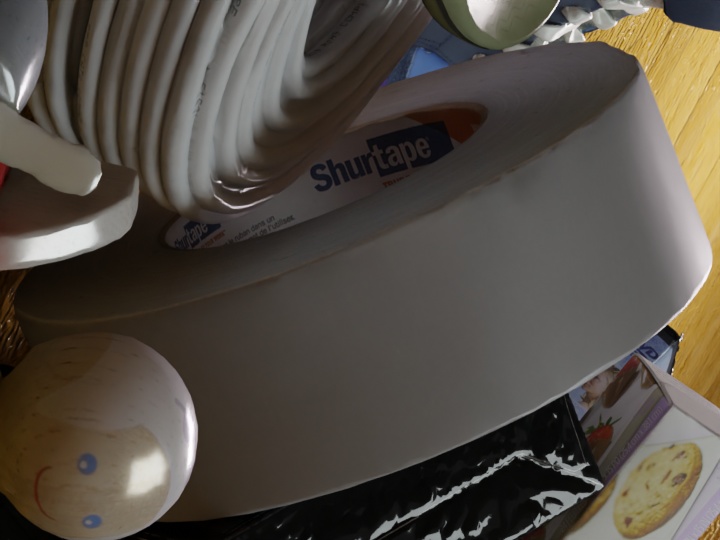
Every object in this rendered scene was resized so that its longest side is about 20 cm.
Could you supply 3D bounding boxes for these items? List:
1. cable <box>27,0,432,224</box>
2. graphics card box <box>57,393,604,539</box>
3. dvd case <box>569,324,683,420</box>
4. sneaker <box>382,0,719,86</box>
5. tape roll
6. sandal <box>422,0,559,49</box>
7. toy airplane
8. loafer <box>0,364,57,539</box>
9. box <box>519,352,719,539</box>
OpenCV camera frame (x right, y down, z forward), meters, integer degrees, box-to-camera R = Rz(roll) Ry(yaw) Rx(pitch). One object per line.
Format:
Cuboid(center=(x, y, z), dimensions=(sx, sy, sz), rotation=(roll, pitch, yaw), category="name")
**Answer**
Cuboid(center=(-0.012, -0.106, 0.827), dimensions=(0.200, 0.069, 0.200), rotation=(-52, 168, -15), category="cable")
Cuboid(center=(-0.030, 0.066, 0.933), dimensions=(0.125, 0.051, 0.200), rotation=(-28, -166, -25), category="graphics card box")
Cuboid(center=(0.028, 0.111, 0.993), dimensions=(0.200, 0.018, 0.143), rotation=(-43, 162, -20), category="dvd case")
Cuboid(center=(0.093, -0.099, 1.068), dimensions=(0.200, 0.146, 0.081), rotation=(-59, 168, 15), category="sneaker")
Cuboid(center=(0.000, 0.000, 0.895), dimensions=(0.200, 0.066, 0.200), rotation=(-21, -166, 6), category="tape roll")
Cuboid(center=(0.064, -0.125, 0.765), dimensions=(0.080, 0.057, 0.201), rotation=(-46, 166, -39), category="sandal")
Cuboid(center=(-0.095, 0.021, 0.662), dimensions=(0.200, 0.141, 0.199), rotation=(52, 54, -65), category="toy airplane")
Cuboid(center=(-0.157, 0.108, 0.877), dimensions=(0.072, 0.073, 0.200), rotation=(-24, -156, 53), category="loafer")
Cuboid(center=(0.042, 0.117, 0.918), dimensions=(0.200, 0.041, 0.039), rotation=(-51, -156, 10), category="box")
